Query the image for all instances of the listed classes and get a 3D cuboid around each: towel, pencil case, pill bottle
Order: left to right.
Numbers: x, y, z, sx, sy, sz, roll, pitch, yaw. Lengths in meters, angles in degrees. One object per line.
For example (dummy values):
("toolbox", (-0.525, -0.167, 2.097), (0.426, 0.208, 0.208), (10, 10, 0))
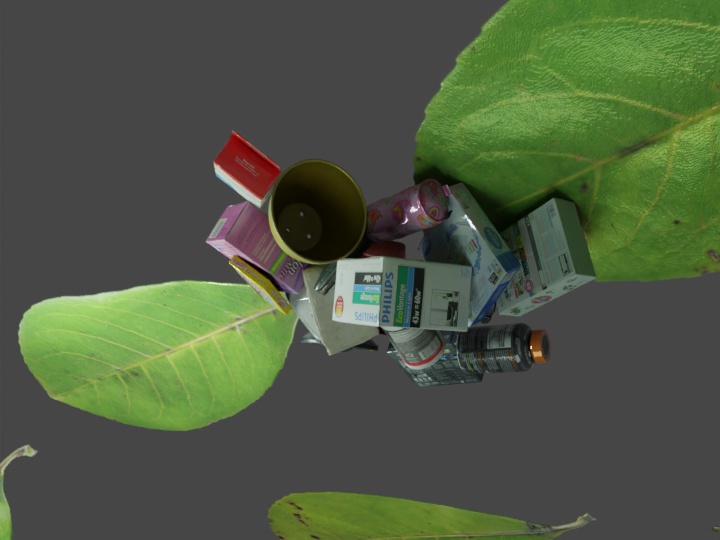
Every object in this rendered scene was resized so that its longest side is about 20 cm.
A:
("towel", (-0.040, 0.070, 1.621), (0.130, 0.034, 0.204), (-19, 111, -13))
("pencil case", (0.087, -0.112, 1.463), (0.087, 0.089, 0.198), (38, 150, -22))
("pill bottle", (0.101, 0.110, 1.656), (0.109, 0.112, 0.202), (-7, 131, 33))
("pill bottle", (0.322, 0.175, 1.711), (0.196, 0.108, 0.107), (-7, 136, 32))

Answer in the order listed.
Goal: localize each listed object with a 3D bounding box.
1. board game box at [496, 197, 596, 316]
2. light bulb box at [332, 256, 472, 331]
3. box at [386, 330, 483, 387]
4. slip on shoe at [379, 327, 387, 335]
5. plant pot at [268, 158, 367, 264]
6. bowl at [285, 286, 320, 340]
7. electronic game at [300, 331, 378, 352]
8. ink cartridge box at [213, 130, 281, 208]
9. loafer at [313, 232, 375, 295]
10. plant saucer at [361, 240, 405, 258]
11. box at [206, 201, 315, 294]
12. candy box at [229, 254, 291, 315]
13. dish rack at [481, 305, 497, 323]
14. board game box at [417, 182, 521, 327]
("board game box", (0.328, -0.020, 1.424), (0.063, 0.151, 0.199), (6, 154, -34))
("light bulb box", (0.076, 0.045, 1.458), (0.196, 0.128, 0.197), (6, 177, -28))
("box", (0.186, 0.218, 1.882), (0.197, 0.052, 0.158), (-13, 132, 39))
("slip on shoe", (0.097, 0.127, 1.802), (0.195, 0.062, 0.075), (0, 138, 24))
("plant pot", (-0.102, -0.102, 1.521), (0.198, 0.203, 0.142), (31, 160, -15))
("bowl", (-0.074, 0.085, 1.720), (0.197, 0.075, 0.201), (-6, 128, 44))
("electronic game", (-0.052, 0.182, 1.894), (0.195, 0.043, 0.200), (6, 174, 1))
("ink cartridge box", (-0.217, -0.189, 1.460), (0.115, 0.068, 0.200), (37, 173, -5))
("loafer", (-0.015, -0.025, 1.551), (0.063, 0.202, 0.072), (39, 170, -16))
("plant saucer", (0.000, 0.000, 1.678), (0.195, 0.037, 0.202), (13, 142, 12))
("box", (-0.212, -0.047, 1.647), (0.198, 0.098, 0.175), (36, 167, -21))
("candy box", (-0.214, 0.035, 1.663), (0.101, 0.027, 0.200), (32, 168, 19))
("dish rack", (0.200, 0.042, 1.651), (0.195, 0.055, 0.155), (13, 143, 14))
("board game box", (0.202, -0.027, 1.468), (0.201, 0.043, 0.201), (58, 151, 22))
